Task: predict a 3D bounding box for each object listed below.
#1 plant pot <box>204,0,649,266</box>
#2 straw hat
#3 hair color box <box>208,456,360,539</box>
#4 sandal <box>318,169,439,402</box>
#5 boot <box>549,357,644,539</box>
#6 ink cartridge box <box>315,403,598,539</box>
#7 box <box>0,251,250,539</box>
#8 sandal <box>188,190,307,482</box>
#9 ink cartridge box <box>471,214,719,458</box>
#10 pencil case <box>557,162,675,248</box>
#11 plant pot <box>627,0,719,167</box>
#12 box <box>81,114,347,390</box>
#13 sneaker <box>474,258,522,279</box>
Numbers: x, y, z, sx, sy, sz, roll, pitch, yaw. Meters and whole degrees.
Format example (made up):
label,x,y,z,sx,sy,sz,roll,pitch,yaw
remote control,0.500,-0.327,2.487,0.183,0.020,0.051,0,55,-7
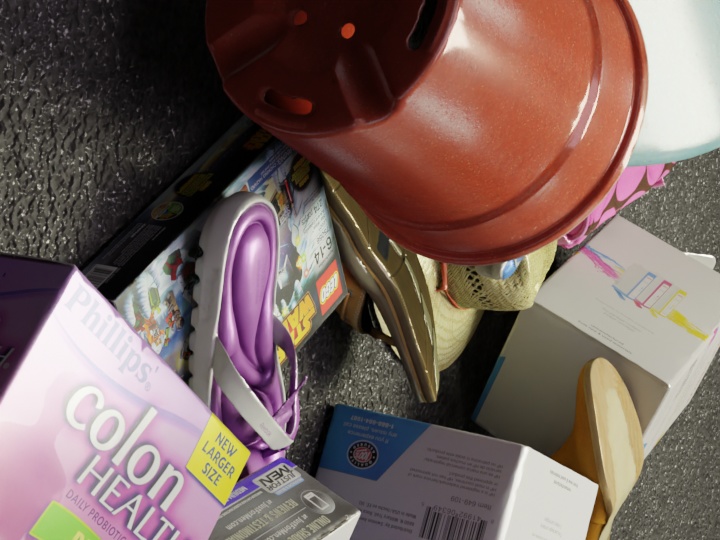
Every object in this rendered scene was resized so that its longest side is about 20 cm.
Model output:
label,x,y,z,sx,sy,sz,roll,pitch,yaw
plant pot,0.029,-0.120,0.992,0.195,0.201,0.201,23,79,-60
straw hat,0.092,-0.015,1.300,0.201,0.085,0.201,-26,120,-54
hair color box,-0.081,0.213,1.030,0.109,0.065,0.200,-25,144,-55
sandal,0.000,0.000,1.181,0.200,0.054,0.080,60,22,-27
boot,0.135,0.159,1.344,0.071,0.144,0.201,-35,117,-51
ink cartridge box,0.048,0.212,1.231,0.146,0.147,0.200,32,72,-59
box,-0.168,0.121,0.875,0.176,0.097,0.200,54,52,-45
sandal,-0.057,0.057,1.022,0.082,0.050,0.203,-38,132,-48
ink cartridge box,0.200,0.061,1.429,0.200,0.125,0.129,-38,155,-52
pencil case,0.186,-0.082,1.439,0.200,0.091,0.094,-31,121,-50
plant pot,0.166,-0.167,1.266,0.200,0.196,0.196,-43,124,-38
box,-0.082,0.013,1.057,0.200,0.040,0.137,-50,139,-42
sneaker,0.050,-0.066,1.180,0.200,0.076,0.077,34,72,-29
